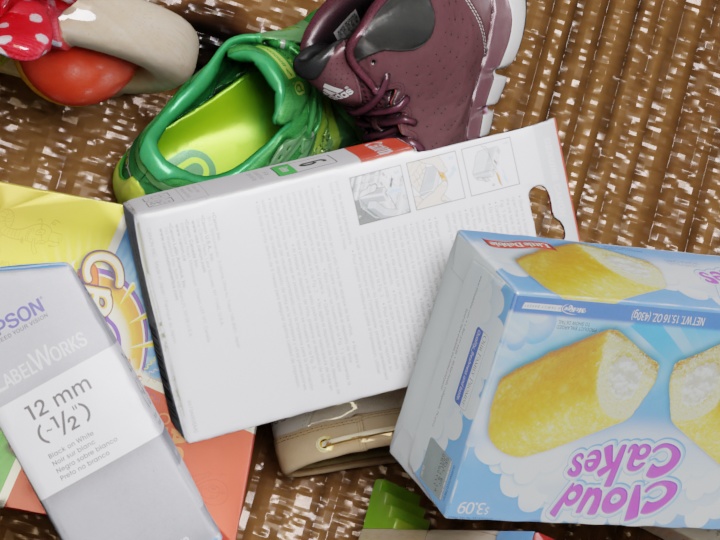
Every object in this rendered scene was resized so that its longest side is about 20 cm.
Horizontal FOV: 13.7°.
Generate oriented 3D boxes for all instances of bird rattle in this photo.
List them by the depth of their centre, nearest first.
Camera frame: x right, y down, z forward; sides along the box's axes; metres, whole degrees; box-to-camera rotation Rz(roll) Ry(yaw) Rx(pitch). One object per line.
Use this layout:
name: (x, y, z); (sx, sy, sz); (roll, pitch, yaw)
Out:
bird rattle: (-0.153, -0.121, 1.406); (0.163, 0.200, 0.113); (10, 73, -26)

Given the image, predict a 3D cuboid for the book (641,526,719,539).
book: (0.240, 0.104, 1.473); (0.200, 0.048, 0.134); (28, 74, 1)

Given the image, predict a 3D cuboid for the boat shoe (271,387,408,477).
boat shoe: (0.054, 0.076, 1.441); (0.199, 0.074, 0.069); (1, 76, 1)

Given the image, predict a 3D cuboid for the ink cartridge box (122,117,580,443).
ink cartridge box: (0.000, 0.000, 1.379); (0.199, 0.050, 0.109); (-14, 101, -9)

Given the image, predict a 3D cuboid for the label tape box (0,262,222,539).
label tape box: (-0.136, 0.041, 1.321); (0.066, 0.143, 0.200); (-27, 92, -5)

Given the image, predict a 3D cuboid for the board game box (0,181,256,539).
board game box: (-0.144, 0.039, 1.413); (0.199, 0.040, 0.153); (10, 88, -6)

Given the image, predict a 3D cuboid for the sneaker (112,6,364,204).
sneaker: (-0.030, -0.085, 1.465); (0.200, 0.084, 0.074); (-38, 82, -18)

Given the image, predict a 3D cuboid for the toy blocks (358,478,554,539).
toy blocks: (0.040, 0.196, 1.349); (0.100, 0.137, 0.200); (27, 71, -34)

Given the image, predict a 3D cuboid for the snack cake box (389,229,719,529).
snack cake box: (0.125, 0.053, 1.362); (0.200, 0.067, 0.115); (5, 113, -28)

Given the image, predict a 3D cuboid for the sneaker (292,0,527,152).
sneaker: (0.007, -0.063, 1.430); (0.115, 0.076, 0.201); (9, 90, -44)
